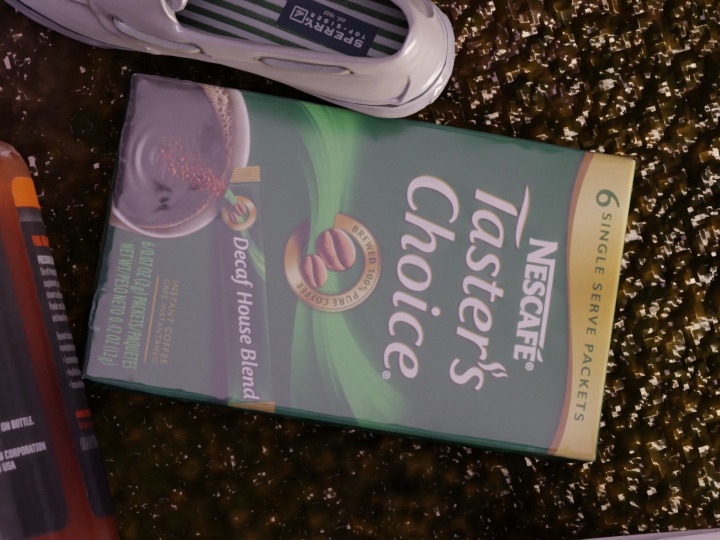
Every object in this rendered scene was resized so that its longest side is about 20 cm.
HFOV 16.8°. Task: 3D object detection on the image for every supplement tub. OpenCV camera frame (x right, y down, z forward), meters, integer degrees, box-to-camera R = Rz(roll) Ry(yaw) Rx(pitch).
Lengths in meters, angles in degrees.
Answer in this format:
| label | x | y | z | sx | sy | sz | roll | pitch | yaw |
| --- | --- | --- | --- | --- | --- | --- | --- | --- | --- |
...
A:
| label | x | y | z | sx | sy | sz | roll | pitch | yaw |
| --- | --- | --- | --- | --- | --- | --- | --- | --- | --- |
| supplement tub | -0.158 | 0.022 | 0.878 | 0.106 | 0.107 | 0.201 | -13 | 87 | -9 |

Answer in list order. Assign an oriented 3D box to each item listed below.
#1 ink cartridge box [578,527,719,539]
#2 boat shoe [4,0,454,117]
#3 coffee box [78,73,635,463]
| label | x | y | z | sx | sy | sz | roll | pitch | yaw |
| --- | --- | --- | --- | --- | --- | --- | --- | --- | --- |
| ink cartridge box | 0.097 | 0.200 | 0.862 | 0.084 | 0.146 | 0.201 | -5 | 77 | -7 |
| boat shoe | -0.060 | -0.115 | 0.901 | 0.199 | 0.067 | 0.074 | 15 | 82 | 11 |
| coffee box | 0.000 | 0.000 | 0.932 | 0.199 | 0.044 | 0.124 | 11 | 83 | -7 |
